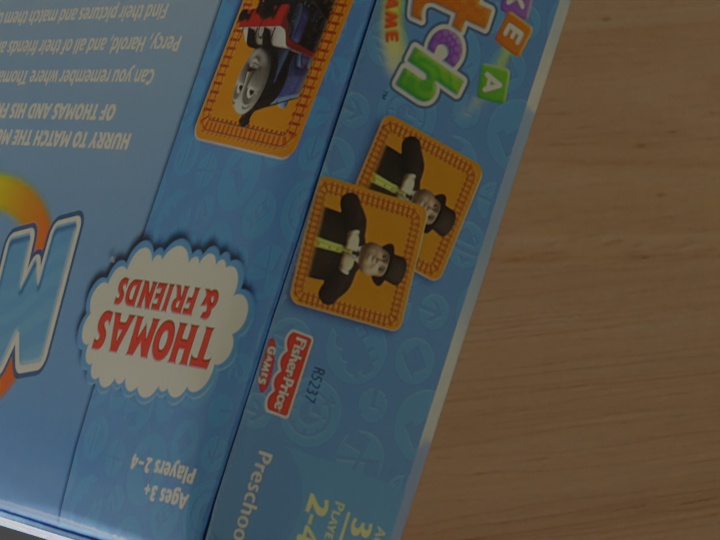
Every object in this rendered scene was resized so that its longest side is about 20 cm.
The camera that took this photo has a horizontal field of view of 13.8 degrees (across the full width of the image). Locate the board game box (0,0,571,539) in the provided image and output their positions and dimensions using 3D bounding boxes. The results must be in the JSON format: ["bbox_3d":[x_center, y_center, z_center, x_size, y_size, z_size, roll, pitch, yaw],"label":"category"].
[{"bbox_3d":[-0.019,-0.050,0.492,0.037,0.200,0.151,23,171,-30],"label":"board game box"}]

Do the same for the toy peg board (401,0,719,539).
[{"bbox_3d":[0.072,0.013,0.612,0.200,0.199,0.098,-4,-162,-17],"label":"toy peg board"}]
